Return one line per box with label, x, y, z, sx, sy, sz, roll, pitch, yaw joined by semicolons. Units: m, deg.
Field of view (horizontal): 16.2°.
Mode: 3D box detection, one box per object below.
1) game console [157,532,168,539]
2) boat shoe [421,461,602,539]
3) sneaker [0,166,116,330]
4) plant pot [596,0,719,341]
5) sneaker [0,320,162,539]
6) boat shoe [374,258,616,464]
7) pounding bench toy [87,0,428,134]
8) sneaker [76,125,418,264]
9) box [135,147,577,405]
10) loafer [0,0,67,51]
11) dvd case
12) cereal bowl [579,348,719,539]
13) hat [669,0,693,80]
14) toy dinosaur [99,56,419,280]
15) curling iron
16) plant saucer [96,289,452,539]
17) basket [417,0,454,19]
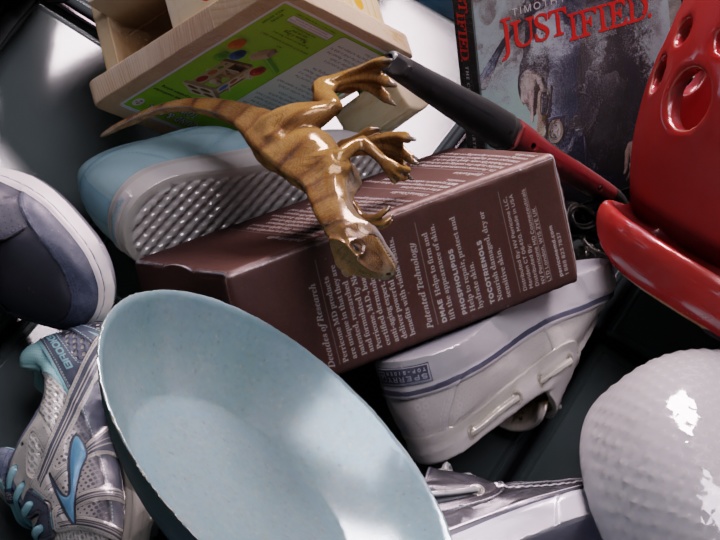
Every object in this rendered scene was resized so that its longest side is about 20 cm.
game console;-0.007;0.198;1.073;0.200;0.116;0.176;39;54;-15
boat shoe;0.040;0.125;1.230;0.199;0.072;0.068;-15;60;-23
sneaker;-0.230;-0.011;1.215;0.202;0.077;0.146;31;35;19
plant pot;0.232;-0.050;1.341;0.200;0.183;0.200;30;8;-5
sneaker;-0.126;0.114;1.180;0.086;0.078;0.201;-6;56;7
boat shoe;0.077;0.048;1.312;0.200;0.071;0.070;-30;109;-56
pounding bench toy;-0.054;-0.159;1.370;0.200;0.124;0.156;20;47;-53
sneaker;-0.058;-0.051;1.336;0.200;0.074;0.082;-2;29;-38
box;0.000;0.000;1.273;0.200;0.100;0.075;-19;104;-28
loafer;-0.179;-0.172;1.386;0.070;0.068;0.201;25;52;19
dvd case;0.114;-0.134;1.409;0.146;0.201;0.022;-18;19;-33
cereal bowl;0.207;0.117;1.244;0.200;0.083;0.200;32;33;-24
hat;0.257;-0.176;1.519;0.200;0.081;0.201;5;30;-3
toy dinosaur;-0.034;-0.065;1.229;0.106;0.061;0.200;-22;37;-28
curling iron;0.083;-0.063;1.367;0.200;0.026;0.050;37;51;-35
plant saucer;-0.044;0.095;1.113;0.201;0.039;0.201;35;24;-18
basket;0.026;-0.227;1.470;0.200;0.139;0.176;27;47;13
